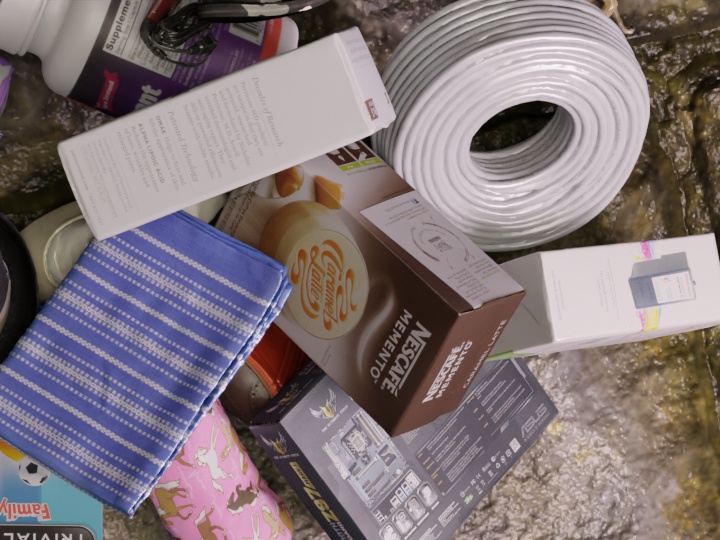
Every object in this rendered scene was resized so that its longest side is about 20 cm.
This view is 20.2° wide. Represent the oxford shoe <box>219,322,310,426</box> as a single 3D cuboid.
[{"bbox_3d":[-0.082,0.078,1.484,0.072,0.071,0.201,-21,113,25],"label":"oxford shoe"}]

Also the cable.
[{"bbox_3d":[0.105,-0.104,1.431,0.199,0.069,0.201,10,129,-27],"label":"cable"}]

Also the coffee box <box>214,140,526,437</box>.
[{"bbox_3d":[0.000,0.000,1.387,0.200,0.079,0.115,42,123,23],"label":"coffee box"}]

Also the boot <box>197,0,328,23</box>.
[{"bbox_3d":[-0.037,-0.262,1.315,0.199,0.069,0.175,-22,99,-15],"label":"boot"}]

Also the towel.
[{"bbox_3d":[-0.154,0.050,1.359,0.144,0.024,0.201,28,72,19],"label":"towel"}]

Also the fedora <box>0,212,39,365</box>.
[{"bbox_3d":[-0.313,0.004,1.356,0.199,0.092,0.202,6,62,-12],"label":"fedora"}]

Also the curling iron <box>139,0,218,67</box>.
[{"bbox_3d":[-0.100,-0.209,1.372,0.049,0.026,0.201,30,49,-13],"label":"curling iron"}]

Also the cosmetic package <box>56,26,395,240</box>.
[{"bbox_3d":[-0.085,-0.090,1.311,0.199,0.102,0.075,-22,95,11],"label":"cosmetic package"}]

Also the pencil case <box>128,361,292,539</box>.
[{"bbox_3d":[-0.119,0.129,1.437,0.082,0.087,0.201,-24,122,2],"label":"pencil case"}]

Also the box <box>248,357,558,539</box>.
[{"bbox_3d":[0.035,0.108,1.475,0.200,0.051,0.158,-45,108,-30],"label":"box"}]

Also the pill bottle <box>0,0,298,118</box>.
[{"bbox_3d":[-0.153,-0.159,1.399,0.199,0.111,0.112,22,93,-15],"label":"pill bottle"}]

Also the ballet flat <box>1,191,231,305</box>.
[{"bbox_3d":[-0.166,-0.026,1.439,0.199,0.069,0.070,-23,102,-9],"label":"ballet flat"}]

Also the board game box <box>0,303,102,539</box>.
[{"bbox_3d":[-0.255,0.124,1.408,0.150,0.047,0.202,2,73,-13],"label":"board game box"}]

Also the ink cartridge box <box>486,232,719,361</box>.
[{"bbox_3d":[0.186,0.018,1.483,0.199,0.117,0.068,-6,83,-30],"label":"ink cartridge box"}]

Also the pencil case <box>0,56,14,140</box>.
[{"bbox_3d":[-0.333,-0.142,1.379,0.199,0.084,0.086,28,114,-14],"label":"pencil case"}]

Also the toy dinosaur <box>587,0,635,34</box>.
[{"bbox_3d":[0.188,-0.242,1.496,0.101,0.058,0.201,30,90,-14],"label":"toy dinosaur"}]
